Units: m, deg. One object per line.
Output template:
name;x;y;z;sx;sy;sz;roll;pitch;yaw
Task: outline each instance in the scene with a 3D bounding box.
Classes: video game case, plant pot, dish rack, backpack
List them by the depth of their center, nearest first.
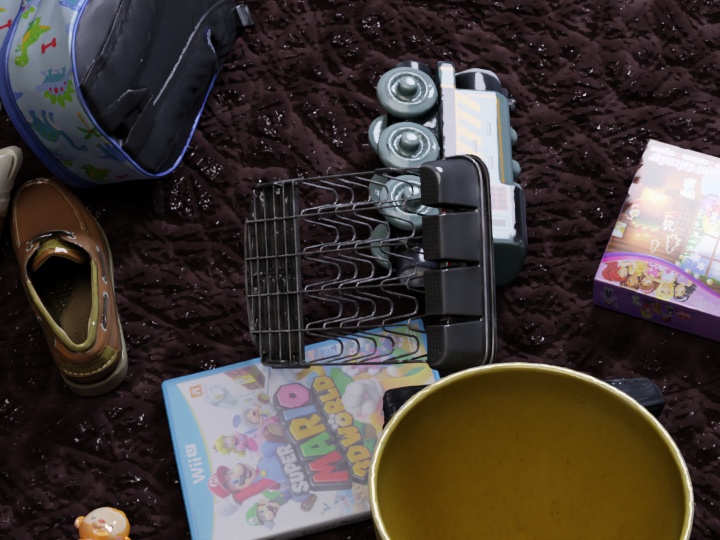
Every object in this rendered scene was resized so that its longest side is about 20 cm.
plant pot;0.102;0.180;1.095;0.199;0.142;0.200;1;46;-1
dish rack;0.000;0.000;1.208;0.200;0.054;0.154;-4;86;40
video game case;-0.034;0.119;1.231;0.199;0.018;0.143;-14;58;-3
backpack;-0.203;-0.169;1.340;0.147;0.183;0.200;-6;53;30

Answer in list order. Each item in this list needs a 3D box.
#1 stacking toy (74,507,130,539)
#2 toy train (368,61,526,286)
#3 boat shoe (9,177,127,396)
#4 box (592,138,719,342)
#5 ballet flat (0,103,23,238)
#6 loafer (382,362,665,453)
stacking toy;-0.214;0.234;1.140;0.116;0.110;0.200;20;51;20
toy train;0.066;-0.074;1.302;0.114;0.085;0.200;3;56;-6
boat shoe;-0.223;-0.003;1.297;0.072;0.068;0.200;-24;58;-7
box;0.288;-0.011;1.267;0.199;0.039;0.137;17;62;15
ballet flat;-0.304;-0.102;1.310;0.072;0.068;0.200;-21;99;8
loafer;0.113;0.095;1.193;0.200;0.068;0.071;-8;59;-9
